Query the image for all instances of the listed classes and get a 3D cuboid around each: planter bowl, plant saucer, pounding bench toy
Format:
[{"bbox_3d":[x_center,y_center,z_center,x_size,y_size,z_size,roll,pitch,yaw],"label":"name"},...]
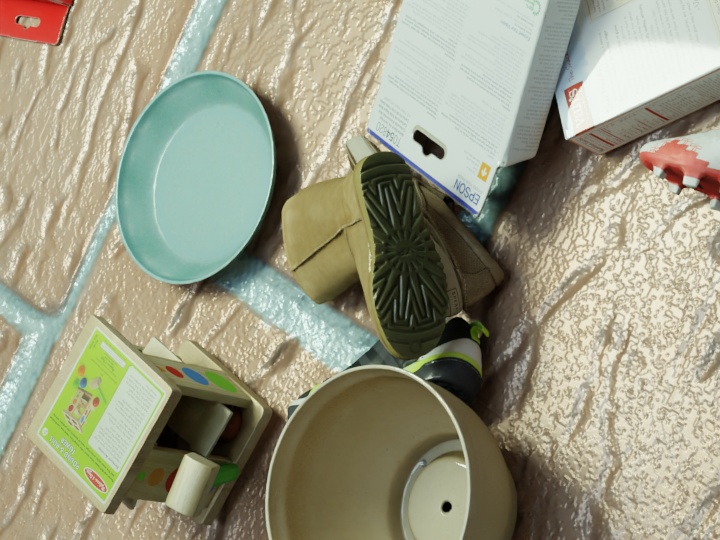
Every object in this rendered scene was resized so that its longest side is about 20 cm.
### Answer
[{"bbox_3d":[0.042,0.183,1.598,0.199,0.134,0.202,-9,75,37],"label":"planter bowl"},{"bbox_3d":[-0.146,-0.084,1.870,0.199,0.036,0.202,-10,74,37],"label":"plant saucer"},{"bbox_3d":[-0.155,0.153,1.746,0.200,0.155,0.125,38,102,37],"label":"pounding bench toy"}]

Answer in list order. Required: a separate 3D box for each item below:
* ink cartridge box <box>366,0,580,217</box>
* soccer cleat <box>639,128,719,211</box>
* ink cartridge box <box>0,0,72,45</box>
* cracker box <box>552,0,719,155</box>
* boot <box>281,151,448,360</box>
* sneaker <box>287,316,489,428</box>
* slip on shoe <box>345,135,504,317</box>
[{"bbox_3d":[0.091,-0.171,1.664,0.200,0.040,0.202,42,121,50],"label":"ink cartridge box"},{"bbox_3d":[0.305,-0.090,1.502,0.199,0.068,0.086,8,76,36],"label":"soccer cleat"},{"bbox_3d":[-0.342,-0.341,2.062,0.115,0.067,0.202,13,89,39],"label":"ink cartridge box"},{"bbox_3d":[0.241,-0.193,1.576,0.199,0.057,0.135,-24,65,31],"label":"cracker box"},{"bbox_3d":[0.000,0.000,1.676,0.200,0.066,0.177,152,112,-66],"label":"boot"},{"bbox_3d":[0.028,0.092,1.689,0.199,0.072,0.083,-18,44,33],"label":"sneaker"},{"bbox_3d":[0.051,-0.045,1.695,0.060,0.076,0.200,-25,48,-11],"label":"slip on shoe"}]
